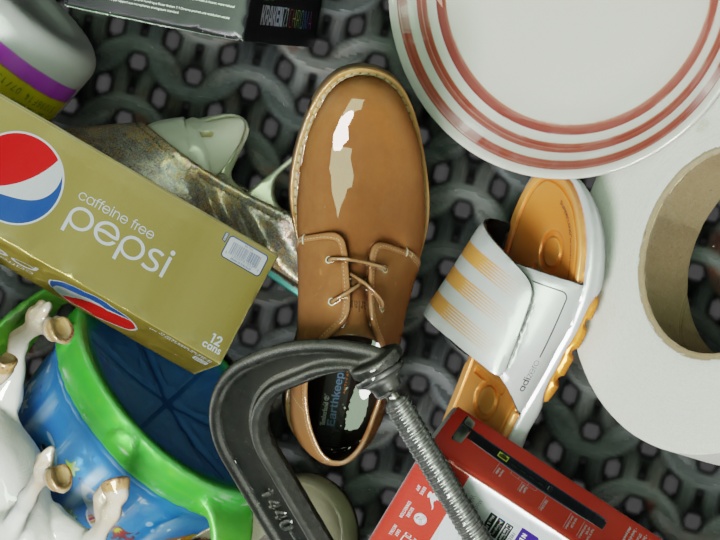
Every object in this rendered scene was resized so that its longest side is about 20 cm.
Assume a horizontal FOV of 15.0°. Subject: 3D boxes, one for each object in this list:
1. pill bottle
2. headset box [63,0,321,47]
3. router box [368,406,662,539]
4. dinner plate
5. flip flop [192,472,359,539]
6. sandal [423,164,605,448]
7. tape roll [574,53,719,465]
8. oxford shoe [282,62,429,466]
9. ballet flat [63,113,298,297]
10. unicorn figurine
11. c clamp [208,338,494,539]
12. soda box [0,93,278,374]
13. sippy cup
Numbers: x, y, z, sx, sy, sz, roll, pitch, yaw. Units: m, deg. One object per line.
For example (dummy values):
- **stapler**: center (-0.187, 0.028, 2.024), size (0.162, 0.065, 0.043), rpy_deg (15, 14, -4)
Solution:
- **pill bottle**: center (-0.236, -0.069, 1.410), size (0.104, 0.104, 0.200), rpy_deg (43, 100, 4)
- **headset box**: center (-0.063, -0.216, 1.335), size (0.092, 0.174, 0.201), rpy_deg (12, 95, 9)
- **router box**: center (0.072, 0.196, 1.372), size (0.179, 0.049, 0.200), rpy_deg (32, 120, 6)
- **dinner plate**: center (0.107, -0.145, 1.368), size (0.199, 0.024, 0.201), rpy_deg (-1, 89, 26)
- **flip flop**: center (-0.084, 0.181, 1.426), size (0.200, 0.058, 0.081), rpy_deg (-39, 87, 13)
- **sandal**: center (0.061, 0.045, 1.373), size (0.059, 0.079, 0.207), rpy_deg (13, 102, -33)
- **tape roll**: center (0.185, -0.007, 1.316), size (0.202, 0.037, 0.204), rpy_deg (-21, 61, 43)
- **oxford shoe**: center (0.000, 0.000, 1.340), size (0.071, 0.071, 0.201), rpy_deg (2, 102, -6)
- **ballet flat**: center (-0.059, -0.040, 1.407), size (0.199, 0.068, 0.067), rpy_deg (30, 95, -4)
- **unicorn figurine**: center (-0.173, 0.107, 1.319), size (0.137, 0.074, 0.201), rpy_deg (-39, 49, 46)
- **c clamp**: center (0.023, 0.109, 1.314), size (0.171, 0.027, 0.200), rpy_deg (-29, 100, 35)
- **soda box**: center (-0.145, -0.026, 1.328), size (0.200, 0.068, 0.064), rpy_deg (31, 77, -9)
- **sippy cup**: center (-0.134, 0.102, 1.400), size (0.139, 0.178, 0.130), rpy_deg (38, 113, -23)
